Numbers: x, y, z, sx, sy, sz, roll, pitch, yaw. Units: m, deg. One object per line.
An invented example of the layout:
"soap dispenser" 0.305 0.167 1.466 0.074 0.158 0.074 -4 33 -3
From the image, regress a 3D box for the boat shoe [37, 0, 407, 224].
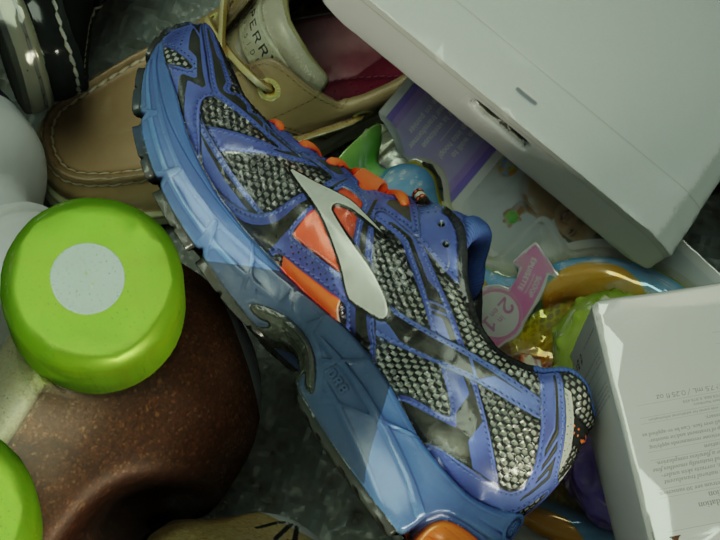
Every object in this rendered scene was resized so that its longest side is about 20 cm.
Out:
"boat shoe" -0.026 -0.076 0.936 0.199 0.066 0.074 -21 65 -3

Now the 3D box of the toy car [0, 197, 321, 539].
"toy car" -0.039 0.098 0.816 0.199 0.164 0.158 30 73 8

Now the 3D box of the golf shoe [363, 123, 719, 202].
"golf shoe" 0.063 -0.023 0.901 0.199 0.078 0.097 -33 72 -7

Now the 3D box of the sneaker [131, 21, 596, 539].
"sneaker" 0.000 0.000 0.799 0.078 0.075 0.200 -35 71 -1

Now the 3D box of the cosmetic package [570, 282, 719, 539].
"cosmetic package" 0.169 0.039 0.777 0.198 0.051 0.083 -9 69 -9

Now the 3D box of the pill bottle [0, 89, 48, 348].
"pill bottle" -0.179 -0.041 0.914 0.111 0.111 0.200 -38 67 -11

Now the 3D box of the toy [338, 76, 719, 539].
"toy" 0.060 0.033 0.830 0.200 0.047 0.115 44 110 11

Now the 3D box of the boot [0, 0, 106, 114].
"boot" -0.066 -0.146 0.949 0.153 0.074 0.204 -10 43 0

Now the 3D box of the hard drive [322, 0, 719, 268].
"hard drive" 0.095 -0.118 0.835 0.132 0.026 0.200 39 68 -5
